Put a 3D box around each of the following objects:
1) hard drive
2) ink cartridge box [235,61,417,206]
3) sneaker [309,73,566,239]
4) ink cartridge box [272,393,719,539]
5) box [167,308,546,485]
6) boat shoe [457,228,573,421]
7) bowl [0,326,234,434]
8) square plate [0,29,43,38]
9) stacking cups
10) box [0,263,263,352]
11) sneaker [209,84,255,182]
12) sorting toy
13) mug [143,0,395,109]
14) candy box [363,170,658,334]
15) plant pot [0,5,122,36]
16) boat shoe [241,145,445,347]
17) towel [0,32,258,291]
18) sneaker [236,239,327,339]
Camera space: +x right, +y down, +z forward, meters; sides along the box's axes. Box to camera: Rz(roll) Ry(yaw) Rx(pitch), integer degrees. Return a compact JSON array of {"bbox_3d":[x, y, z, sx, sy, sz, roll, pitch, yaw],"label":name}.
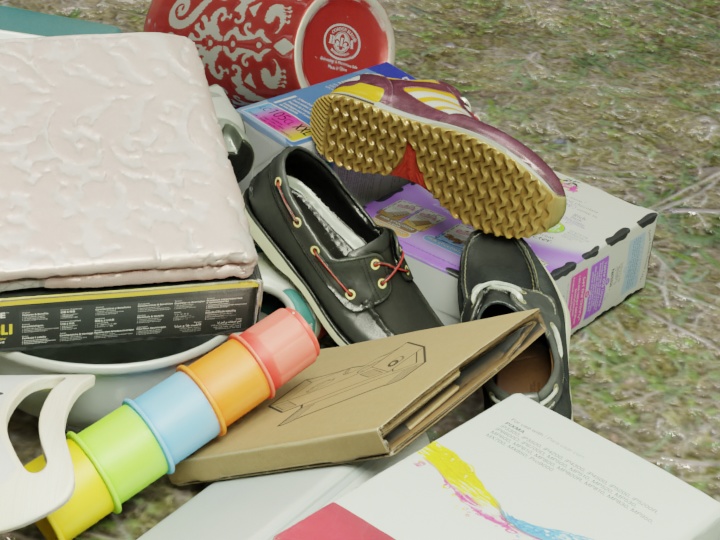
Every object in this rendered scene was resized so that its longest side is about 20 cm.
[{"bbox_3d":[-0.065,0.144,0.957,0.132,0.027,0.200,-15,12,41],"label":"hard drive"},{"bbox_3d":[-0.011,-0.077,1.309,0.199,0.137,0.076,-21,44,-38],"label":"ink cartridge box"},{"bbox_3d":[0.067,-0.093,1.178,0.199,0.075,0.090,26,40,21],"label":"sneaker"},{"bbox_3d":[0.068,0.182,0.849,0.144,0.146,0.200,27,36,34],"label":"ink cartridge box"},{"bbox_3d":[-0.005,0.078,1.029,0.199,0.021,0.163,-15,14,45],"label":"box"},{"bbox_3d":[0.100,0.034,1.098,0.071,0.068,0.201,-16,42,9],"label":"boat shoe"},{"bbox_3d":[-0.175,0.047,1.110,0.200,0.091,0.201,4,29,-2],"label":"bowl"},{"bbox_3d":[-0.285,-0.103,1.186,0.199,0.029,0.199,6,46,-11],"label":"square plate"},{"bbox_3d":[-0.115,0.089,1.014,0.200,0.061,0.060,-35,45,-23],"label":"stacking cups"},{"bbox_3d":[-0.175,-0.024,1.063,0.199,0.050,0.160,-4,42,-17],"label":"box"},{"bbox_3d":[-0.177,-0.109,1.159,0.199,0.074,0.089,7,44,-28],"label":"sneaker"},{"bbox_3d":[-0.243,0.103,0.951,0.179,0.107,0.200,-8,29,2],"label":"sorting toy"},{"bbox_3d":[-0.059,-0.199,1.415,0.177,0.134,0.200,-31,27,-31],"label":"mug"},{"bbox_3d":[0.104,-0.013,1.281,0.167,0.072,0.200,26,36,33],"label":"candy box"},{"bbox_3d":[-0.287,-0.097,1.307,0.141,0.142,0.200,12,35,12],"label":"plant pot"},{"bbox_3d":[-0.001,0.001,1.169,0.202,0.063,0.074,48,38,5],"label":"boat shoe"},{"bbox_3d":[-0.175,-0.069,1.041,0.190,0.032,0.201,-5,53,-19],"label":"towel"},{"bbox_3d":[-0.108,0.005,1.213,0.199,0.071,0.093,20,27,19],"label":"sneaker"}]
